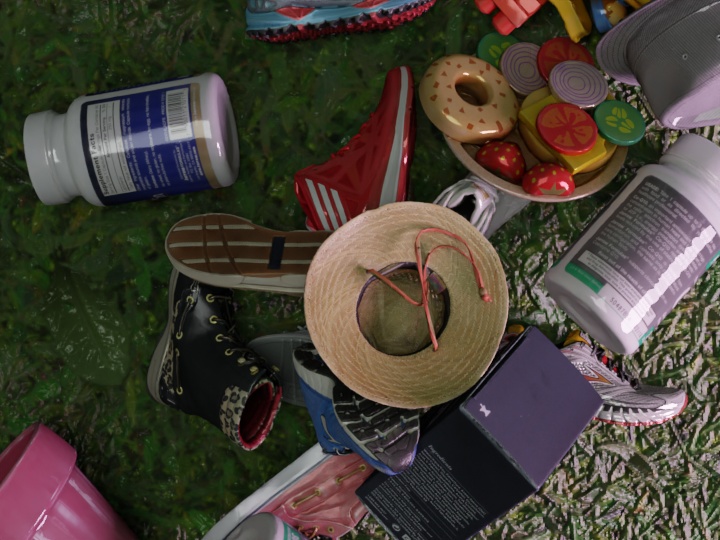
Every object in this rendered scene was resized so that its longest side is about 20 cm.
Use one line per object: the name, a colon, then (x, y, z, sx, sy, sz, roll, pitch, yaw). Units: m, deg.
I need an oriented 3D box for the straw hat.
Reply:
straw hat: (0.036, 0.041, 1.379, 0.199, 0.085, 0.203, 4, 71, -13)

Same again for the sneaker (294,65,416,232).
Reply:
sneaker: (-0.007, -0.120, 1.463, 0.115, 0.079, 0.201, 3, 57, 7)

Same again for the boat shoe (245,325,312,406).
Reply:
boat shoe: (-0.019, 0.094, 1.516, 0.200, 0.065, 0.075, 0, 106, 11)

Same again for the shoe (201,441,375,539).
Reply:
shoe: (-0.064, 0.249, 1.517, 0.200, 0.071, 0.091, -38, 85, 3)

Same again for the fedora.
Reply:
fedora: (0.329, -0.194, 1.396, 0.199, 0.177, 0.091, -24, 61, 22)

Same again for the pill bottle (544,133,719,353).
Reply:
pill bottle: (0.281, -0.028, 1.432, 0.113, 0.113, 0.200, 43, 84, 2)

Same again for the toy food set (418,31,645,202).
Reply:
toy food set: (0.169, -0.152, 1.444, 0.197, 0.049, 0.200, -30, 66, -28)

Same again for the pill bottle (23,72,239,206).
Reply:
pill bottle: (-0.229, -0.127, 1.495, 0.198, 0.116, 0.117, -9, 92, 6)

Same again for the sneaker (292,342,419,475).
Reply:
sneaker: (0.000, 0.140, 1.410, 0.078, 0.200, 0.090, -17, 119, -18)

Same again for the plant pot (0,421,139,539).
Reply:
plant pot: (-0.317, 0.284, 1.495, 0.179, 0.200, 0.200, 39, 96, -13)

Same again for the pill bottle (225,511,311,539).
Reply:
pill bottle: (-0.047, 0.335, 1.470, 0.200, 0.113, 0.113, 38, 96, -23)

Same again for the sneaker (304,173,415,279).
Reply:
sneaker: (0.000, 0.000, 1.481, 0.112, 0.071, 0.201, -3, 66, 7)

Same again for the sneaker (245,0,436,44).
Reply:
sneaker: (-0.022, -0.286, 1.488, 0.198, 0.079, 0.096, -6, 90, 6)

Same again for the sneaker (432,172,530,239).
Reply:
sneaker: (0.132, -0.081, 1.463, 0.074, 0.116, 0.200, 38, 93, 5)

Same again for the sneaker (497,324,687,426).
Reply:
sneaker: (0.228, 0.105, 1.479, 0.198, 0.078, 0.083, 13, 92, 5)

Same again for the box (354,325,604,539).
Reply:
box: (0.111, 0.169, 1.414, 0.104, 0.148, 0.200, 46, 137, 2)

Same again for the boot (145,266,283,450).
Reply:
boot: (-0.129, 0.063, 1.479, 0.153, 0.073, 0.205, 27, 103, 41)

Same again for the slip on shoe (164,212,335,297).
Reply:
slip on shoe: (-0.091, -0.008, 1.437, 0.198, 0.061, 0.077, 2, 59, 13)

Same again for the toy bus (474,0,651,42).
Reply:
toy bus: (0.214, -0.291, 1.446, 0.200, 0.136, 0.192, 45, 108, 0)
